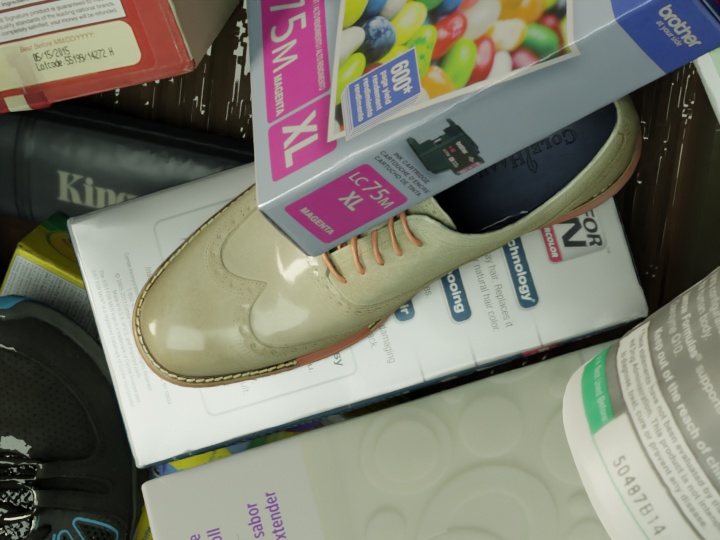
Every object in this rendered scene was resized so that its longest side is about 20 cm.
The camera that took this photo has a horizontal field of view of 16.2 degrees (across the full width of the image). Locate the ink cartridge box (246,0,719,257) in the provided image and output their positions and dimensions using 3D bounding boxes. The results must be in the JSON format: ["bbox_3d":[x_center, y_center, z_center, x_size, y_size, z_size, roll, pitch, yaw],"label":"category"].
[{"bbox_3d":[0.050,-0.098,0.845,0.200,0.120,0.042,-25,137,23],"label":"ink cartridge box"}]

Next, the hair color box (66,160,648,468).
[{"bbox_3d":[0.000,0.000,0.959,0.200,0.061,0.100,-17,86,4],"label":"hair color box"}]

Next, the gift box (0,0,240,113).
[{"bbox_3d":[-0.132,-0.154,0.950,0.184,0.187,0.200,-5,120,19],"label":"gift box"}]

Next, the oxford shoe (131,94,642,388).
[{"bbox_3d":[0.005,-0.021,0.892,0.200,0.074,0.071,-30,85,2],"label":"oxford shoe"}]

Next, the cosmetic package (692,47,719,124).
[{"bbox_3d":[0.206,-0.019,0.906,0.107,0.085,0.200,-24,92,20],"label":"cosmetic package"}]

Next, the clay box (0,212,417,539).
[{"bbox_3d":[-0.064,0.074,1.035,0.200,0.048,0.115,27,115,5],"label":"clay box"}]

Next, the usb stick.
[{"bbox_3d":[-0.094,-0.037,1.039,0.200,0.033,0.056,13,111,16],"label":"usb stick"}]

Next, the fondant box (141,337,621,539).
[{"bbox_3d":[0.033,0.123,0.929,0.200,0.058,0.145,-18,63,3],"label":"fondant box"}]

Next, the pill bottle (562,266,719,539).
[{"bbox_3d":[0.174,0.027,0.820,0.200,0.113,0.113,-38,88,23],"label":"pill bottle"}]

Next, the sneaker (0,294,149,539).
[{"bbox_3d":[-0.125,0.107,0.992,0.073,0.082,0.200,1,116,23],"label":"sneaker"}]
